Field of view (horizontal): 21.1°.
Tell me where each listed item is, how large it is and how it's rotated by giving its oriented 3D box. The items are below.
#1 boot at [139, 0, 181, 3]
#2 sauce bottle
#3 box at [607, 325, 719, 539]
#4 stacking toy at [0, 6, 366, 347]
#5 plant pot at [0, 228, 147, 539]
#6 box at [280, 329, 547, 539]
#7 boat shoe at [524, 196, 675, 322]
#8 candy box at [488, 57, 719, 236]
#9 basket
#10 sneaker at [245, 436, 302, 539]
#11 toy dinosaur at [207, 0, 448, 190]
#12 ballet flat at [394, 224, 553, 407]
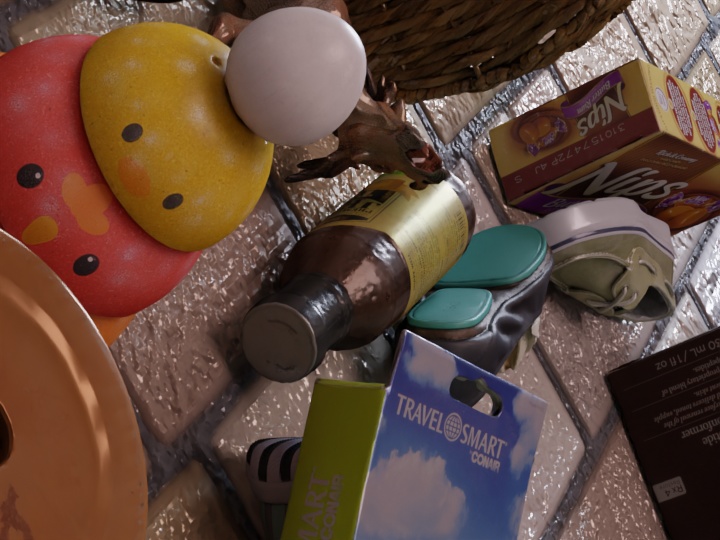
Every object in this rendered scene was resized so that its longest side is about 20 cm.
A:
[{"bbox_3d":[-0.152,-0.232,0.895,0.186,0.064,0.202,10,59,-62],"label":"boot"},{"bbox_3d":[0.000,0.000,0.969,0.065,0.064,0.200,62,27,-7],"label":"sauce bottle"},{"bbox_3d":[0.246,0.138,1.244,0.075,0.100,0.202,-12,78,-60],"label":"box"},{"bbox_3d":[-0.084,-0.048,0.724,0.146,0.199,0.147,39,38,-39],"label":"stacking toy"},{"bbox_3d":[-0.158,0.068,0.576,0.200,0.139,0.201,40,37,-38],"label":"plant pot"},{"bbox_3d":[0.014,0.137,0.830,0.122,0.047,0.202,28,71,-48],"label":"box"},{"bbox_3d":[0.163,-0.004,1.240,0.199,0.072,0.063,7,63,-60],"label":"boat shoe"},{"bbox_3d":[0.186,-0.074,1.282,0.199,0.116,0.057,13,58,-56],"label":"candy box"},{"bbox_3d":[0.085,-0.187,1.112,0.144,0.199,0.149,62,28,-3],"label":"basket"},{"bbox_3d":[0.015,0.119,0.922,0.199,0.074,0.089,0,87,-52],"label":"sneaker"},{"bbox_3d":[-0.030,-0.120,0.997,0.136,0.085,0.201,48,20,-41],"label":"toy dinosaur"},{"bbox_3d":[0.062,0.032,1.060,0.074,0.073,0.200,61,23,-7],"label":"ballet flat"}]
